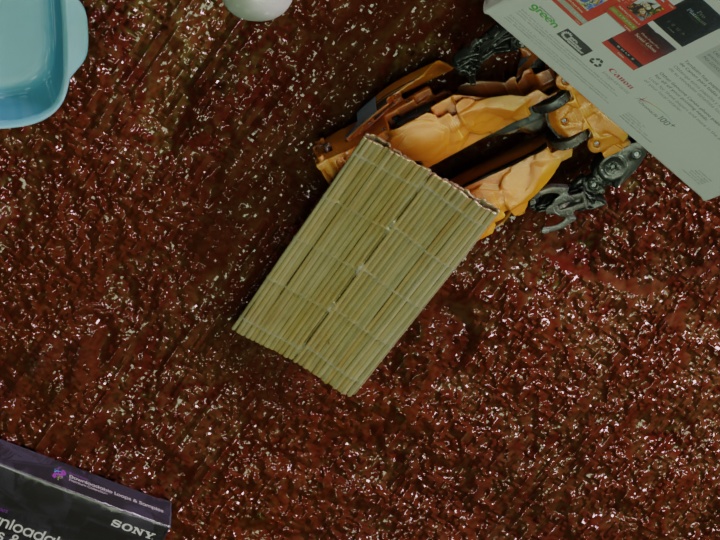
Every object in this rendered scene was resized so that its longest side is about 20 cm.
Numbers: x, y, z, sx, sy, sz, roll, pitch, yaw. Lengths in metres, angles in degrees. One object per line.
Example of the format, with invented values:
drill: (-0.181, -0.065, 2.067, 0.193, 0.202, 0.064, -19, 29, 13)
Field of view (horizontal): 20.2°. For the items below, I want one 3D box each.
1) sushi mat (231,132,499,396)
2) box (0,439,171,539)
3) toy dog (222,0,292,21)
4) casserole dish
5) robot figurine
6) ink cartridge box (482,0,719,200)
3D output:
sushi mat: (0.000, 0.000, 1.278, 0.095, 0.012, 0.200, 32, 131, -6)
box: (-0.236, 0.220, 1.403, 0.142, 0.036, 0.201, 22, 112, -18)
toy dog: (-0.088, -0.247, 1.131, 0.132, 0.096, 0.201, 10, 89, -54)
casserole dish: (-0.261, -0.146, 1.201, 0.199, 0.039, 0.122, -1, 119, -6)
robot figurine: (0.079, -0.082, 1.266, 0.199, 0.058, 0.145, -26, 119, 8)
ink cartridge box: (0.205, -0.149, 1.156, 0.200, 0.084, 0.175, 37, 145, -26)
